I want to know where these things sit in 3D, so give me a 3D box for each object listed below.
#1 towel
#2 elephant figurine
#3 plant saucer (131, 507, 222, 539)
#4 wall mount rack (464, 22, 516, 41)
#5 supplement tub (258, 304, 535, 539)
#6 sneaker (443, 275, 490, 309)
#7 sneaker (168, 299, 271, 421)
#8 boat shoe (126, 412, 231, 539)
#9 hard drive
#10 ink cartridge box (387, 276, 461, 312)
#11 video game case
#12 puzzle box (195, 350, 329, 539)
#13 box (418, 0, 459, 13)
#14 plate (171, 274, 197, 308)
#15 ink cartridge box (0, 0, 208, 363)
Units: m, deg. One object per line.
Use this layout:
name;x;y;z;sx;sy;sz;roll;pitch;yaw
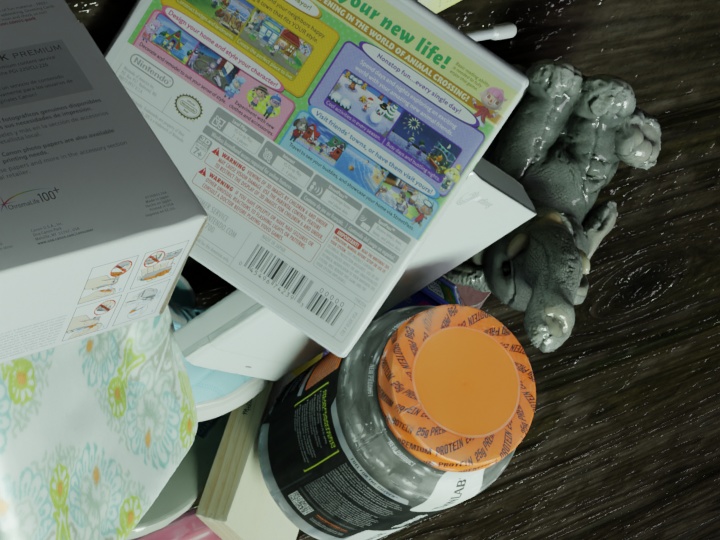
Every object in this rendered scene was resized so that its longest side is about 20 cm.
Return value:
towel;-0.155;0.071;0.901;0.200;0.048;0.172;-54;135;-57
elephant figurine;0.116;-0.030;1.130;0.155;0.141;0.202;33;66;-55
plant saucer;-0.176;0.224;1.192;0.199;0.051;0.201;-24;173;-3
wall mount rack;0.022;-0.085;1.069;0.200;0.074;0.174;-49;-166;47
supplement tub;0.022;0.096;1.048;0.122;0.123;0.200;-24;173;-29
sneaker;0.066;-0.029;1.234;0.116;0.076;0.200;-52;158;-1
sneaker;-0.120;0.048;1.045;0.199;0.074;0.082;-18;145;-38
boat shoe;-0.129;0.134;1.157;0.201;0.070;0.072;-43;167;-49
hard drive;0.000;0.000;0.994;0.199;0.026;0.132;-33;162;14
ink cartridge box;0.030;0.053;1.173;0.042;0.119;0.201;-41;145;-21
video game case;-0.041;-0.082;0.899;0.183;0.199;0.022;-56;-178;10
puzzle box;-0.053;0.102;1.184;0.133;0.025;0.201;59;45;-60
box;0.028;-0.188;0.989;0.199;0.050;0.076;-32;150;-20
plate;-0.194;0.063;1.075;0.199;0.026;0.201;-31;149;-20
ink cartridge box;-0.204;-0.044;0.786;0.199;0.176;0.084;-16;152;-36
